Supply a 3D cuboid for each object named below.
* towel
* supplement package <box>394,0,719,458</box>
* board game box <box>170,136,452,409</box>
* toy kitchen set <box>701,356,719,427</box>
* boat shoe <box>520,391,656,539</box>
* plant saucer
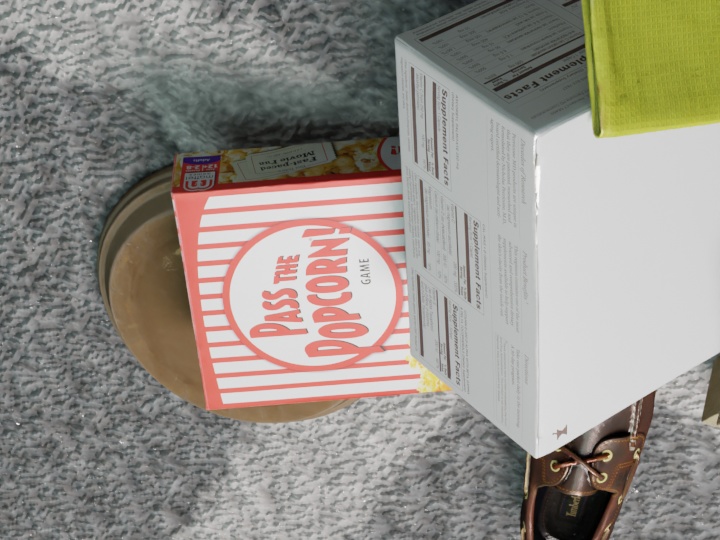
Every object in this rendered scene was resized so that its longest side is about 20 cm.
[{"bbox_3d":[0.189,-0.114,0.922,0.018,0.198,0.087,1,99,61],"label":"towel"},{"bbox_3d":[0.113,-0.038,1.000,0.111,0.155,0.202,39,145,41],"label":"supplement package"},{"bbox_3d":[0.000,0.000,1.122,0.198,0.046,0.153,-5,124,3],"label":"board game box"},{"bbox_3d":[0.298,0.013,1.061,0.161,0.182,0.200,15,170,1],"label":"toy kitchen set"},{"bbox_3d":[0.136,0.114,1.189,0.070,0.071,0.202,11,128,9],"label":"boat shoe"},{"bbox_3d":[-0.070,0.021,1.204,0.198,0.030,0.202,8,128,10],"label":"plant saucer"}]
